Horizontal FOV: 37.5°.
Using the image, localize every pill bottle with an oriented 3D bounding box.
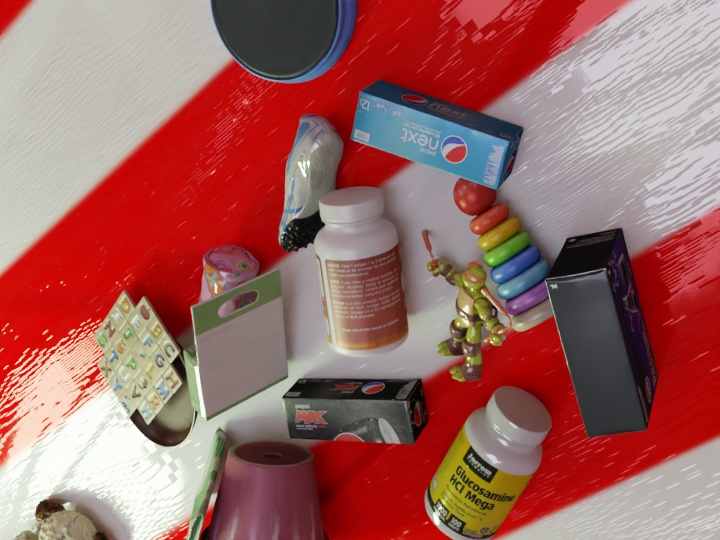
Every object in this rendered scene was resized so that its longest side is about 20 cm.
[{"bbox_3d":[0.000,0.000,1.377,0.110,0.112,0.204,2,112,23],"label":"pill bottle"},{"bbox_3d":[0.171,0.256,1.402,0.111,0.112,0.202,31,120,10],"label":"pill bottle"}]

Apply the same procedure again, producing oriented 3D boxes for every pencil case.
[{"bbox_3d":[-0.193,0.067,1.513,0.086,0.087,0.203,18,118,16],"label":"pencil case"}]

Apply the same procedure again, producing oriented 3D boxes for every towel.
[{"bbox_3d":[-0.238,0.349,1.582,0.023,0.201,0.155,17,119,-5],"label":"towel"}]

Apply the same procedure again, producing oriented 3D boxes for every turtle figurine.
[{"bbox_3d":[0.135,0.048,1.352,0.200,0.063,0.164,47,142,41],"label":"turtle figurine"}]

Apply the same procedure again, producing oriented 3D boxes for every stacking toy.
[{"bbox_3d":[0.179,-0.031,1.310,0.085,0.085,0.202,-31,89,31],"label":"stacking toy"}]

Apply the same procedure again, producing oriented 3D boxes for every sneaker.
[{"bbox_3d":[-0.071,-0.113,1.398,0.073,0.071,0.202,56,140,41],"label":"sneaker"}]

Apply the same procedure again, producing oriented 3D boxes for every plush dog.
[{"bbox_3d":[-0.519,0.490,1.812,0.198,0.160,0.174,31,94,8],"label":"plush dog"}]

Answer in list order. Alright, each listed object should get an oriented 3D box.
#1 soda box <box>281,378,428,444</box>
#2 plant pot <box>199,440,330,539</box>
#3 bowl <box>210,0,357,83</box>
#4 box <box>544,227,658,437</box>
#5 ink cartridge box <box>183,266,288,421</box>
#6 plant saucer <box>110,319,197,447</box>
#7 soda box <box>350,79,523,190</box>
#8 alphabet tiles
[{"bbox_3d":[-0.008,0.197,1.490,0.196,0.063,0.072,-2,110,26],"label":"soda box"},{"bbox_3d":[-0.137,0.354,1.550,0.196,0.199,0.183,7,98,21],"label":"plant pot"},{"bbox_3d":[-0.101,-0.334,1.329,0.197,0.039,0.205,9,114,21],"label":"bowl"},{"bbox_3d":[0.290,0.072,1.257,0.078,0.141,0.203,-10,107,28],"label":"box"},{"bbox_3d":[-0.172,0.093,1.452,0.048,0.144,0.203,36,140,41],"label":"ink cartridge box"},{"bbox_3d":[-0.307,0.168,1.609,0.198,0.032,0.204,17,117,37],"label":"plant saucer"},{"bbox_3d":[0.093,-0.167,1.291,0.197,0.068,0.065,22,119,15],"label":"soda box"},{"bbox_3d":[-0.337,0.133,1.598,0.168,0.006,0.200,55,132,13],"label":"alphabet tiles"}]
